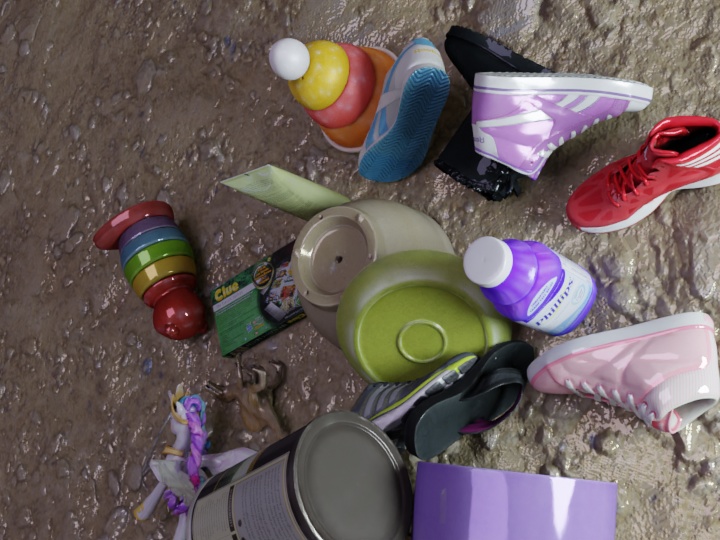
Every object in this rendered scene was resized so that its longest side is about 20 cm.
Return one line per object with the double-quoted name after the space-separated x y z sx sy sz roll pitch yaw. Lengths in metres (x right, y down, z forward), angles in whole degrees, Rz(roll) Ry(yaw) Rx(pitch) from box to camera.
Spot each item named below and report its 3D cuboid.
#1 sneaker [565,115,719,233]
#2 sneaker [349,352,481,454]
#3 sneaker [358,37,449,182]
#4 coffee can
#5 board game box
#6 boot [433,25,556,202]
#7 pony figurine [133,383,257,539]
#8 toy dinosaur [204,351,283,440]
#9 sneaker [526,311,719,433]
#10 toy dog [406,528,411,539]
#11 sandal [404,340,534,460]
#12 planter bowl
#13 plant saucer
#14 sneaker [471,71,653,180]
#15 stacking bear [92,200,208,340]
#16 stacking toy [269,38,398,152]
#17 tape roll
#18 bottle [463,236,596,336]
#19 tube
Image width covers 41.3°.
0.285 -0.108 0.981 0.199 0.115 0.079 -28 63 28 "sneaker"
0.045 0.145 1.045 0.199 0.074 0.081 -33 40 1 "sneaker"
0.052 -0.192 1.186 0.201 0.076 0.082 121 152 -42 "sneaker"
-0.065 0.244 0.962 0.199 0.145 0.148 -34 59 41 "coffee can"
-0.124 0.034 1.312 0.199 0.023 0.106 -28 65 28 "board game box"
0.142 -0.186 1.140 0.198 0.073 0.164 37 101 33 "boot"
-0.225 0.276 1.261 0.192 0.165 0.203 33 114 45 "pony figurine"
-0.134 0.173 1.275 0.199 0.058 0.103 28 110 46 "toy dinosaur"
0.264 0.118 0.961 0.198 0.075 0.106 -19 62 28 "sneaker"
0.010 0.283 1.093 0.096 0.132 0.200 -39 45 -5 "toy dog"
0.129 0.141 1.003 0.048 0.199 0.076 17 127 44 "sandal"
0.000 0.000 1.144 0.198 0.134 0.203 -9 71 28 "planter bowl"
0.069 0.072 1.060 0.199 0.200 0.031 -38 19 23 "plant saucer"
0.218 -0.158 1.045 0.197 0.073 0.116 0 104 -3 "sneaker"
-0.289 0.011 1.396 0.114 0.121 0.202 -40 67 30 "stacking bear"
-0.044 -0.247 1.213 0.145 0.199 0.148 -11 71 34 "stacking toy"
0.149 0.240 0.938 0.198 0.199 0.086 -2 76 36 "tape roll"
0.173 0.012 0.980 0.065 0.199 0.084 43 102 36 "bottle"
-0.082 -0.096 1.202 0.052 0.199 0.058 44 105 33 "tube"
